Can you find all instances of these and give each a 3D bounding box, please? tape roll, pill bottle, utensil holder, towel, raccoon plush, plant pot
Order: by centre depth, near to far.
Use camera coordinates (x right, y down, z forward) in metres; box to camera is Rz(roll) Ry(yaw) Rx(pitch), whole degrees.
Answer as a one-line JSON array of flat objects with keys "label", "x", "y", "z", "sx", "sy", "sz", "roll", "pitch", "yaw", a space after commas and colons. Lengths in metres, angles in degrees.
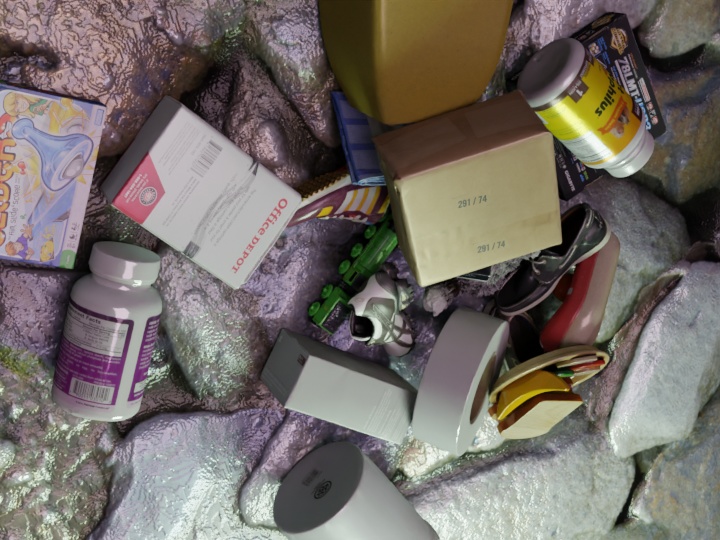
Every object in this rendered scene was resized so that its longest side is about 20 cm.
[{"label": "pill bottle", "x": -0.305, "y": 0.072, "z": 1.279, "sx": 0.111, "sy": 0.112, "sz": 0.202, "roll": 9, "pitch": 103, "yaw": -27}, {"label": "plant pot", "x": 0.062, "y": -0.289, "z": 1.290, "sx": 0.193, "sy": 0.195, "sz": 0.202, "roll": -8, "pitch": 112, "yaw": -23}, {"label": "towel", "x": 0.068, "y": -0.177, "z": 1.374, "sx": 0.198, "sy": 0.024, "sz": 0.148, "roll": -4, "pitch": 66, "yaw": -22}, {"label": "pill bottle", "x": 0.312, "y": -0.215, "z": 1.426, "sx": 0.200, "sy": 0.109, "sz": 0.110, "roll": 37, "pitch": 89, "yaw": -29}, {"label": "raccoon plush", "x": 0.186, "y": -0.010, "z": 1.439, "sx": 0.097, "sy": 0.134, "sz": 0.200, "roll": 44, "pitch": 47, "yaw": -12}, {"label": "tape roll", "x": 0.143, "y": 0.154, "z": 1.477, "sx": 0.204, "sy": 0.070, "sz": 0.203, "roll": 90, "pitch": 26, "yaw": -44}, {"label": "utensil holder", "x": -0.005, "y": 0.367, "z": 1.487, "sx": 0.170, "sy": 0.170, "sz": 0.200, "roll": -41, "pitch": 118, "yaw": -8}]

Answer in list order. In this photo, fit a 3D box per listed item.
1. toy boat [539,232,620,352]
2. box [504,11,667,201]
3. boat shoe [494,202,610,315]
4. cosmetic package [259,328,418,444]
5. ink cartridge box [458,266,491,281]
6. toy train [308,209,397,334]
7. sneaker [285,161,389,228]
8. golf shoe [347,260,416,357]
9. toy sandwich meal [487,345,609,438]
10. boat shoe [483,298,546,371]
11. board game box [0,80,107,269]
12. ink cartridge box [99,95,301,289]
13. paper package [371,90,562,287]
[{"label": "toy boat", "x": 0.302, "y": 0.027, "z": 1.556, "sx": 0.131, "sy": 0.130, "sz": 0.201, "roll": 70, "pitch": 37, "yaw": -64}, {"label": "box", "x": 0.329, "y": -0.236, "z": 1.516, "sx": 0.198, "sy": 0.050, "sz": 0.201, "roll": -35, "pitch": 117, "yaw": -12}, {"label": "boat shoe", "x": 0.263, "y": -0.017, "z": 1.501, "sx": 0.200, "sy": 0.072, "sz": 0.067, "roll": -43, "pitch": 139, "yaw": 12}, {"label": "cosmetic package", "x": -0.026, "y": 0.160, "z": 1.445, "sx": 0.199, "sy": 0.107, "sz": 0.091, "roll": 20, "pitch": 98, "yaw": -28}, {"label": "ink cartridge box", "x": 0.138, "y": -0.091, "z": 1.413, "sx": 0.098, "sy": 0.039, "sz": 0.202, "roll": 7, "pitch": 76, "yaw": 2}, {"label": "toy train", "x": 0.000, "y": 0.000, "z": 1.432, "sx": 0.042, "sy": 0.056, "sz": 0.201, "roll": 36, "pitch": 90, "yaw": -30}, {"label": "sneaker", "x": -0.017, "y": -0.089, "z": 1.384, "sx": 0.199, "sy": 0.075, "sz": 0.091, "roll": -29, "pitch": 112, "yaw": -13}, {"label": "golf shoe", "x": 0.022, "y": 0.068, "z": 1.423, "sx": 0.094, "sy": 0.078, "sz": 0.201, "roll": -34, "pitch": 148, "yaw": -15}, {"label": "toy sandwich meal", "x": 0.274, "y": 0.178, "z": 1.518, "sx": 0.203, "sy": 0.071, "sz": 0.206, "roll": -15, "pitch": 157, "yaw": -7}, {"label": "boat shoe", "x": 0.255, "y": 0.126, "z": 1.593, "sx": 0.072, "sy": 0.059, "sz": 0.201, "roll": -39, "pitch": 119, "yaw": -9}, {"label": "board game box", "x": -0.384, "y": -0.110, "z": 1.224, "sx": 0.134, "sy": 0.034, "sz": 0.202, "roll": 9, "pitch": 103, "yaw": -28}, {"label": "ink cartridge box", "x": -0.194, "y": -0.095, "z": 1.292, "sx": 0.200, "sy": 0.083, "sz": 0.146, "roll": 37, "pitch": 89, "yaw": -31}, {"label": "paper package", "x": 0.134, "y": -0.098, "z": 1.294, "sx": 0.198, "sy": 0.104, "sz": 0.192, "roll": -19, "pitch": 132, "yaw": -4}]
